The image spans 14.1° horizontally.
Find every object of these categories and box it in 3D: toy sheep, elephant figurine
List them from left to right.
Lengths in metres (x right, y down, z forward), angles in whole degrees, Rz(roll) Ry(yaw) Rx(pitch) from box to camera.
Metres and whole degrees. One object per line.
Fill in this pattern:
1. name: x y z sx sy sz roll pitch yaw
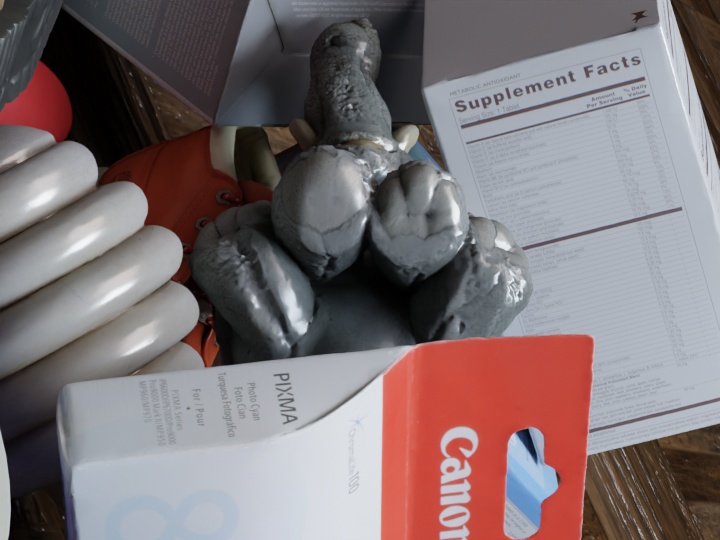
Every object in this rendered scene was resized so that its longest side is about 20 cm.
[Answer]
1. toy sheep: -0.128 0.013 1.119 0.201 0.137 0.138 58 19 -6
2. elephant figurine: 0.000 0.000 1.215 0.141 0.155 0.200 42 5 -10

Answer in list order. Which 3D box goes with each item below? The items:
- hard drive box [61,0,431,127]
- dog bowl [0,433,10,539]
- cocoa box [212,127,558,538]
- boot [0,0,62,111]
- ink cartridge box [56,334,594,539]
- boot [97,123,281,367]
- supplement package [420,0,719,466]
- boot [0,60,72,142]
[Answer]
1. hard drive box: -0.059 -0.146 1.389 0.155 0.077 0.200 -2 31 -42
2. dog bowl: -0.205 0.042 0.950 0.200 0.079 0.201 50 22 -28
3. cocoa box: 0.000 0.045 1.385 0.133 0.131 0.201 46 23 -35
4. boot: -0.189 -0.089 1.045 0.138 0.078 0.200 21 26 -2
5. ink cartridge box: -0.010 0.103 1.090 0.047 0.199 0.161 -101 -172 -47
6. boot: -0.080 0.007 1.279 0.075 0.107 0.201 49 24 -35
7. supplement package: 0.107 -0.033 1.318 0.110 0.113 0.201 -86 160 -62
8. boot: -0.147 -0.112 1.221 0.200 0.144 0.073 28 36 -59
